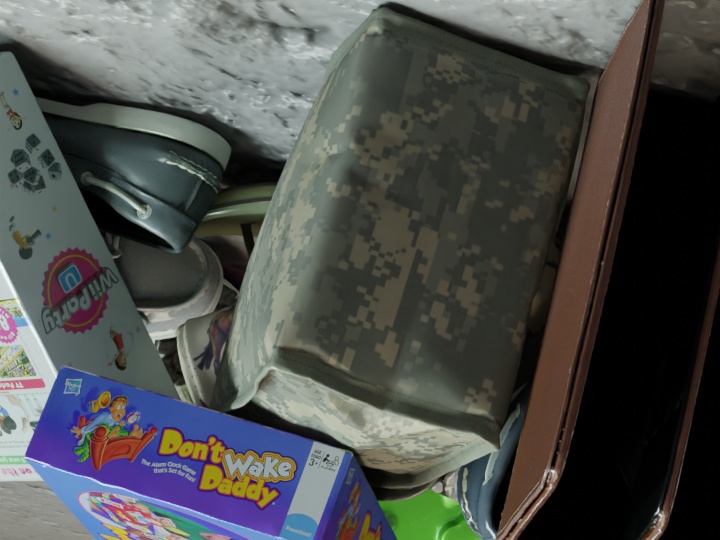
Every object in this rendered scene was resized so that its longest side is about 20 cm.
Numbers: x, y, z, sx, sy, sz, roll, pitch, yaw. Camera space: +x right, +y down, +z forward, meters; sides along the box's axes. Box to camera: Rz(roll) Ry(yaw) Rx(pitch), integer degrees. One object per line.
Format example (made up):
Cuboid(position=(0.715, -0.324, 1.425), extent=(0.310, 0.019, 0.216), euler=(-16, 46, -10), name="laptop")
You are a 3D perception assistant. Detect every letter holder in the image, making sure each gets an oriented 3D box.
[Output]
Cuboid(position=(0.127, 0.008, 1.085), extent=(0.100, 0.200, 0.142), euler=(13, 163, 1), name="letter holder")

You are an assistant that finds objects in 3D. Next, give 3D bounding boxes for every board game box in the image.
Cuboid(position=(-0.189, 0.004, 1.361), extent=(0.147, 0.064, 0.200), euler=(-4, 118, 43), name="board game box")
Cuboid(position=(-0.056, 0.112, 1.275), extent=(0.134, 0.045, 0.200), euler=(16, 162, 15), name="board game box")

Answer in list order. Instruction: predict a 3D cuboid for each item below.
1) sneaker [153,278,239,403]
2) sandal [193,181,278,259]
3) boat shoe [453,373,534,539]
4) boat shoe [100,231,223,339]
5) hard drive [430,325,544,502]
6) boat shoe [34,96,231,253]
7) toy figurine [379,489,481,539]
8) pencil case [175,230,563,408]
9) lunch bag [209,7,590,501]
Cuboid(position=(-0.099, 0.024, 1.600), extent=(0.089, 0.077, 0.200), euler=(42, 173, 19), name="sneaker")
Cuboid(position=(0.001, 0.000, 1.408), extent=(0.201, 0.057, 0.080), euler=(16, 166, -13), name="sandal")
Cuboid(position=(0.115, 0.036, 1.206), extent=(0.075, 0.200, 0.062), euler=(45, -179, -9), name="boat shoe")
Cuboid(position=(-0.168, -0.019, 1.464), extent=(0.202, 0.074, 0.065), euler=(21, 168, -2), name="boat shoe")
Cuboid(position=(0.143, 0.055, 1.322), extent=(0.140, 0.038, 0.200), euler=(27, 122, -35), name="hard drive")
Cuboid(position=(-0.161, -0.047, 1.376), extent=(0.200, 0.062, 0.073), euler=(7, 163, 22), name="boat shoe")
Cuboid(position=(0.031, 0.067, 1.509), extent=(0.200, 0.150, 0.184), euler=(-23, -164, 1), name="toy figurine")
Cuboid(position=(0.018, 0.040, 1.356), extent=(0.200, 0.090, 0.078), euler=(-16, -160, 2), name="pencil case")
Cuboid(position=(0.008, 0.004, 1.229), extent=(0.118, 0.164, 0.200), euler=(19, 163, -10), name="lunch bag")
